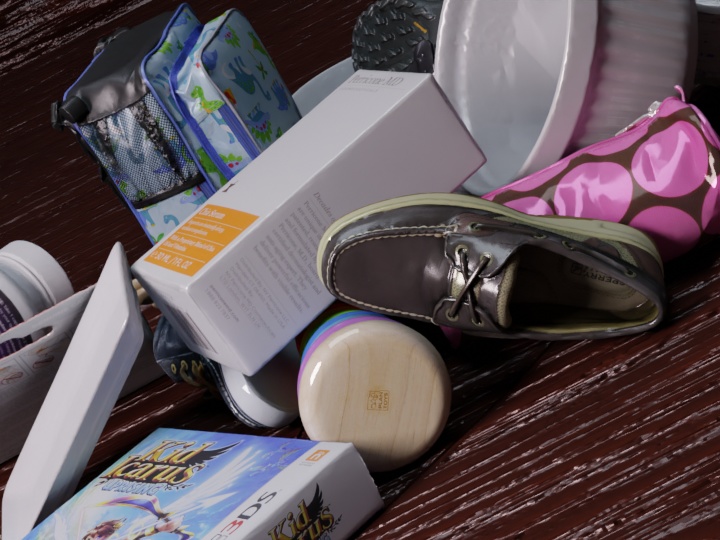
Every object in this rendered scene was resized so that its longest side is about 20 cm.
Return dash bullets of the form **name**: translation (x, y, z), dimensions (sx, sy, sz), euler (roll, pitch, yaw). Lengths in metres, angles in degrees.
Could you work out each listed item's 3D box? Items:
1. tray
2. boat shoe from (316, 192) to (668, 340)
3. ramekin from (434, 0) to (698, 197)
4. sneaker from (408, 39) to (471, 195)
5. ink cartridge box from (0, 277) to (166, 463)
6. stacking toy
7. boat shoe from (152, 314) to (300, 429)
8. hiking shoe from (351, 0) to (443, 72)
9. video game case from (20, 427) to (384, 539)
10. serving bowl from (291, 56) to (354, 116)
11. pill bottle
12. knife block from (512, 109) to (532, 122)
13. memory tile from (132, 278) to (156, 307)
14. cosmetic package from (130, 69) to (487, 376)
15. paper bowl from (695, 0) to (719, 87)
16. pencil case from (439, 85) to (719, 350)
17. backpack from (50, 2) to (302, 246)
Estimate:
- **tray**: translation (-0.175, 0.090, 1.098), dimensions (0.201, 0.022, 0.107), euler (-63, 21, 19)
- **boat shoe**: translation (0.076, 0.001, 0.996), dimensions (0.199, 0.074, 0.065), euler (0, 22, -4)
- **ramekin**: translation (0.135, -0.142, 1.170), dimensions (0.104, 0.201, 0.200), euler (5, 7, -22)
- **sneaker**: translation (0.064, -0.109, 1.321), dimensions (0.075, 0.114, 0.200), euler (11, 11, -11)
- **ink cartridge box**: translation (-0.225, 0.060, 1.216), dimensions (0.160, 0.047, 0.200), euler (-28, -21, -5)
- **stacking toy**: translation (-0.005, 0.051, 1.063), dimensions (0.085, 0.086, 0.200), euler (-27, 14, -2)
- **boat shoe**: translation (-0.086, 0.061, 1.181), dimensions (0.091, 0.071, 0.201), euler (-50, 25, 19)
- **hiking shoe**: translation (0.075, -0.188, 1.449), dimensions (0.086, 0.075, 0.199), euler (10, -13, -40)
- **video game case**: translation (-0.114, 0.156, 0.974), dimensions (0.181, 0.046, 0.200), euler (-38, 21, -33)
- **serving bowl**: translation (0.035, -0.145, 1.551), dimensions (0.199, 0.066, 0.200), euler (-20, 21, 8)
- **pill bottle**: translation (-0.322, 0.061, 1.418), dimensions (0.111, 0.112, 0.200), euler (-8, 25, 45)
- **knife block**: translation (0.145, -0.129, 1.368), dimensions (0.200, 0.064, 0.175), euler (-35, 19, -23)
- **memory tile**: translation (-0.067, -0.015, 1.326), dimensions (0.199, 0.017, 0.153), euler (-25, -10, 9)
- **cosmetic package**: translation (-0.032, -0.033, 1.085), dimensions (0.200, 0.071, 0.101), euler (-42, 23, -17)
- **paper bowl**: translation (0.274, -0.206, 1.265), dimensions (0.199, 0.105, 0.201), euler (-6, 44, 6)
- **pencil case**: translation (0.126, -0.030, 1.073), dimensions (0.199, 0.094, 0.091), euler (-24, -3, 5)
- **backpack**: translation (-0.127, -0.101, 1.448), dimensions (0.146, 0.201, 0.183), euler (-20, 22, 18)
